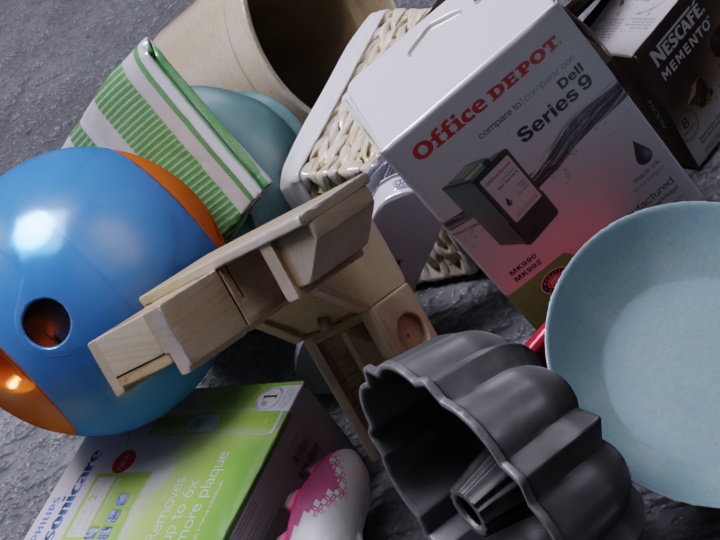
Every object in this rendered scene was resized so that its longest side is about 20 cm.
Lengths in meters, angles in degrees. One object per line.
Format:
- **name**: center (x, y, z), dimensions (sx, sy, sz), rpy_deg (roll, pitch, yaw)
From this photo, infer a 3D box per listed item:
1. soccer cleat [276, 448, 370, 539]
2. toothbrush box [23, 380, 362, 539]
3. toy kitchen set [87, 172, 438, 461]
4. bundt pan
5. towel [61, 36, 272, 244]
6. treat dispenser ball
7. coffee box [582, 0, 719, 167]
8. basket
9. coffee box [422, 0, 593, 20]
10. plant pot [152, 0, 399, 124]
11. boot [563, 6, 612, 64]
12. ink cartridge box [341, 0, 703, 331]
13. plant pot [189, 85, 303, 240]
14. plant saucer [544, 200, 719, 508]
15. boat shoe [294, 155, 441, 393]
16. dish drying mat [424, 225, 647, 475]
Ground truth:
- **soccer cleat**: center (-0.020, 0.206, 1.135), dimensions (0.086, 0.070, 0.201), rpy_deg (7, 53, 28)
- **toothbrush box**: center (-0.119, 0.163, 1.256), dimensions (0.199, 0.086, 0.146), rpy_deg (-7, 43, 41)
- **toy kitchen set**: center (-0.019, 0.052, 1.116), dimensions (0.163, 0.181, 0.200), rpy_deg (-26, 6, 44)
- **bundt pan**: center (0.089, 0.117, 1.018), dimensions (0.076, 0.203, 0.201), rpy_deg (-35, 30, -18)
- **towel**: center (-0.156, -0.063, 1.332), dimensions (0.023, 0.153, 0.200), rpy_deg (-37, -7, -42)
- **treat dispenser ball**: center (-0.189, 0.014, 1.246), dimensions (0.200, 0.201, 0.202), rpy_deg (-25, 34, 19)
- **coffee box**: center (0.251, -0.187, 1.306), dimensions (0.200, 0.113, 0.080), rpy_deg (-49, 34, -18)
- **basket**: center (0.048, -0.096, 1.375), dimensions (0.123, 0.136, 0.201), rpy_deg (-3, 46, 36)
- **coffee box**: center (0.143, -0.228, 1.322), dimensions (0.200, 0.080, 0.114), rpy_deg (-45, -3, -35)
- **plant pot**: center (-0.088, -0.188, 1.591), dimensions (0.183, 0.200, 0.201), rpy_deg (-23, 33, 42)
- **boot**: center (0.111, -0.109, 1.232), dimensions (0.146, 0.200, 0.070), rpy_deg (-38, 45, 14)
- **ink cartridge box**: center (0.105, -0.079, 1.152), dimensions (0.146, 0.200, 0.084), rpy_deg (-40, 36, 7)
- **plant pot**: center (-0.113, -0.063, 1.408), dimensions (0.199, 0.202, 0.134), rpy_deg (-3, 25, 42)
- **plant saucer**: center (0.207, 0.053, 1.058), dimensions (0.199, 0.039, 0.203), rpy_deg (0, 61, 0)
- **boat shoe**: center (0.000, 0.000, 1.282), dimensions (0.068, 0.071, 0.201), rpy_deg (-108, 31, -48)
- **dish drying mat**: center (0.114, 0.053, 1.138), dimensions (0.200, 0.018, 0.077), rpy_deg (-47, -12, 4)
